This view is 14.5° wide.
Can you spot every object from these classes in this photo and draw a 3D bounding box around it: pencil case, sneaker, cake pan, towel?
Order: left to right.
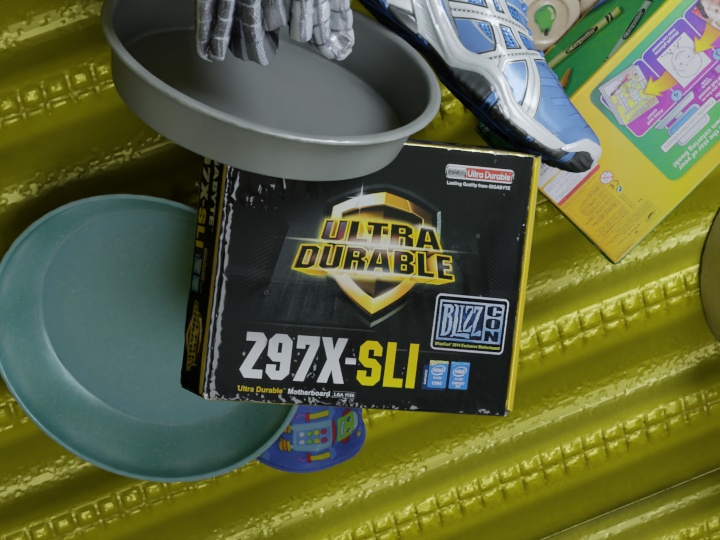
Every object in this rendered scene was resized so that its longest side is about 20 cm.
[{"bbox_3d":[-0.070,-0.226,1.563,0.085,0.166,0.200,-10,119,-13],"label":"towel"},{"bbox_3d":[-0.054,-0.110,1.610,0.200,0.200,0.037,4,121,-24],"label":"cake pan"},{"bbox_3d":[-0.042,0.027,1.760,0.078,0.087,0.200,-29,129,-37],"label":"pencil case"},{"bbox_3d":[0.077,-0.141,1.686,0.077,0.076,0.200,-44,94,-6],"label":"sneaker"}]

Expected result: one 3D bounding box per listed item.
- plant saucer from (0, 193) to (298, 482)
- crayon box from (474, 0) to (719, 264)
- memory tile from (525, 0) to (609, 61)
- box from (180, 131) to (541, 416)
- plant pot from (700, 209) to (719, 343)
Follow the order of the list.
[{"bbox_3d":[-0.126,0.035,1.716,0.200,0.036,0.200,5,119,10],"label":"plant saucer"},{"bbox_3d":[0.185,-0.116,1.768,0.200,0.058,0.119,-45,124,6],"label":"crayon box"},{"bbox_3d":[0.183,-0.177,1.778,0.200,0.017,0.154,-16,121,-14],"label":"memory tile"},{"bbox_3d":[0.000,0.000,1.655,0.200,0.049,0.160,5,96,-23],"label":"box"},{"bbox_3d":[0.345,0.018,1.872,0.200,0.142,0.200,-9,120,-16],"label":"plant pot"}]
